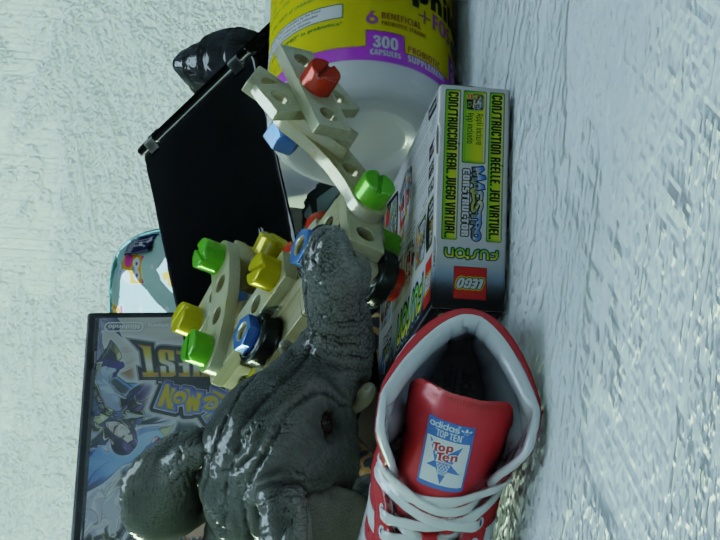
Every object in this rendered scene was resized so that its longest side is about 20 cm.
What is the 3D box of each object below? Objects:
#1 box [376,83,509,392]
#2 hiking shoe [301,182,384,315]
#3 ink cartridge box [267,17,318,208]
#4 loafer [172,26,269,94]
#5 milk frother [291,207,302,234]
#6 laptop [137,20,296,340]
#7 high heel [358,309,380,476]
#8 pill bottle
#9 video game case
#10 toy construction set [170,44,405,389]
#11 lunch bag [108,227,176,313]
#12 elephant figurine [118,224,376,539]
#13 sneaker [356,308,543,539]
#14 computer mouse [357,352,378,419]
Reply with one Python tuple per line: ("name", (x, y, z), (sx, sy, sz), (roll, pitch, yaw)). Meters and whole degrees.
("box", (0.039, -0.009, 1.076), (0.200, 0.035, 0.110), (117, 156, -75))
("hiking shoe", (0.000, 0.000, 1.293), (0.087, 0.074, 0.200), (59, 143, 18))
("ink cartridge box", (-0.021, -0.152, 1.502), (0.146, 0.084, 0.200), (119, 155, -77))
("loafer", (-0.068, -0.136, 1.636), (0.201, 0.070, 0.068), (26, -115, -57))
("milk frother", (-0.115, 0.026, 1.671), (0.181, 0.200, 0.188), (-39, -48, -80))
("laptop", (-0.053, -0.081, 1.335), (0.200, 0.116, 0.187), (-47, 8, -30))
("high heel", (0.024, 0.090, 1.181), (0.143, 0.071, 0.200), (-25, 39, 51))
("pill bottle", (0.001, -0.154, 1.205), (0.104, 0.104, 0.200), (104, 168, -58))
("video game case", (-0.082, 0.116, 1.367), (0.026, 0.200, 0.181), (67, -156, -71))
("toy construction set", (-0.034, -0.012, 1.107), (0.131, 0.092, 0.200), (-97, 21, -50))
("lunch bag", (-0.110, 0.058, 1.516), (0.160, 0.077, 0.200), (-9, 77, 48))
("elephant figurine", (-0.040, 0.104, 0.995), (0.200, 0.141, 0.155), (63, -160, -49))
("sneaker", (0.032, 0.112, 0.898), (0.112, 0.071, 0.200), (107, 168, -78))
("computer mouse", (-0.030, 0.111, 1.142), (0.034, 0.059, 0.200), (57, -139, -47))
